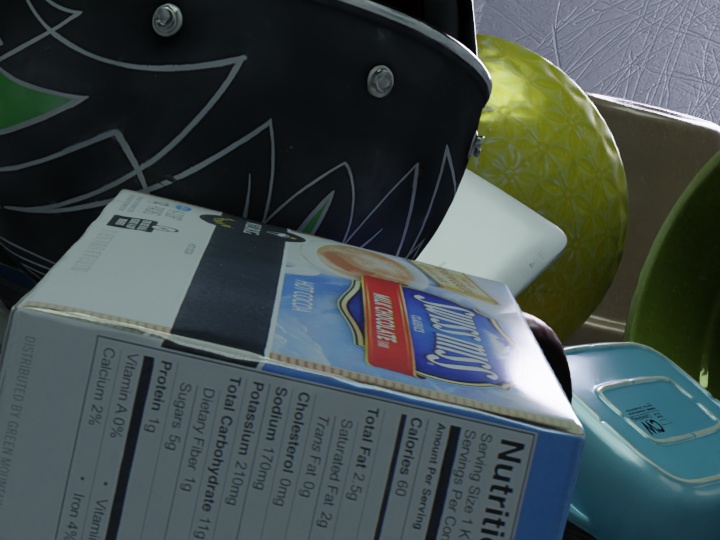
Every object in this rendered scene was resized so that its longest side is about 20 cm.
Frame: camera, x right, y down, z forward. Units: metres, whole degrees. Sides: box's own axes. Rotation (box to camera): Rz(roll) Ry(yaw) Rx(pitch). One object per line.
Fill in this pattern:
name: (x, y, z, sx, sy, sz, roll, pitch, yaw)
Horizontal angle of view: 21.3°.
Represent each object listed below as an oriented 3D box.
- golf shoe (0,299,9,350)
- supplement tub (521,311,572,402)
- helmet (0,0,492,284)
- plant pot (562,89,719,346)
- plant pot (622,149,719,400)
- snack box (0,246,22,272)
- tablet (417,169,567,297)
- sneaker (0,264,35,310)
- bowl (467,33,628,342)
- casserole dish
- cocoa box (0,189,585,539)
golf shoe: (-0.251, 0.001, 0.887, 0.198, 0.079, 0.097, 23, -5, 23)
supplement tub: (-0.020, 0.042, 0.777, 0.199, 0.108, 0.106, 19, 11, 35)
helmet: (-0.051, -0.066, 0.680, 0.198, 0.192, 0.201, -5, -33, -3)
plant pot: (0.165, -0.022, 1.255, 0.198, 0.177, 0.200, 13, 9, -2)
plant pot: (0.275, 0.045, 1.046, 0.189, 0.202, 0.200, 24, 4, -21)
snack box: (-0.197, -0.054, 0.919, 0.198, 0.037, 0.116, 21, 17, 23)
tablet: (0.000, 0.000, 0.927, 0.129, 0.014, 0.200, 32, 45, 20)
sneaker: (-0.221, -0.017, 0.986, 0.198, 0.073, 0.072, 13, 10, 8)
bowl: (0.042, -0.023, 1.059, 0.198, 0.202, 0.108, 15, 22, 15)
casserole dish: (0.127, 0.077, 0.873, 0.121, 0.039, 0.199, 42, 20, 22)
cocoa box: (-0.026, 0.067, 0.509, 0.130, 0.135, 0.200, 12, 9, -2)
